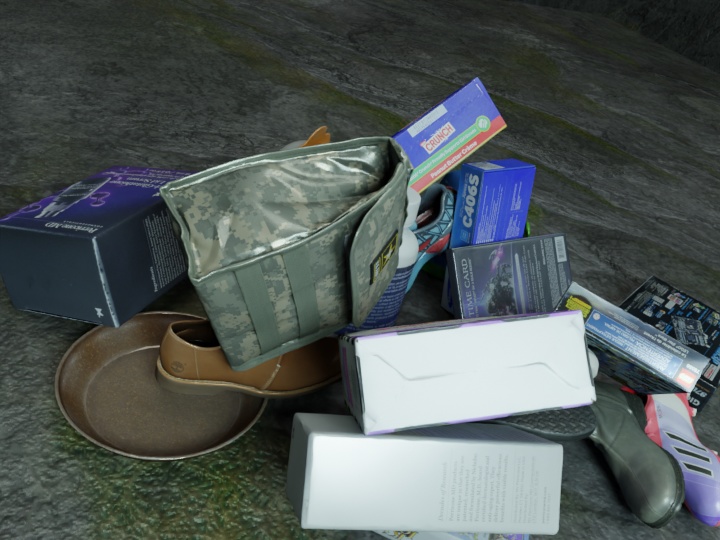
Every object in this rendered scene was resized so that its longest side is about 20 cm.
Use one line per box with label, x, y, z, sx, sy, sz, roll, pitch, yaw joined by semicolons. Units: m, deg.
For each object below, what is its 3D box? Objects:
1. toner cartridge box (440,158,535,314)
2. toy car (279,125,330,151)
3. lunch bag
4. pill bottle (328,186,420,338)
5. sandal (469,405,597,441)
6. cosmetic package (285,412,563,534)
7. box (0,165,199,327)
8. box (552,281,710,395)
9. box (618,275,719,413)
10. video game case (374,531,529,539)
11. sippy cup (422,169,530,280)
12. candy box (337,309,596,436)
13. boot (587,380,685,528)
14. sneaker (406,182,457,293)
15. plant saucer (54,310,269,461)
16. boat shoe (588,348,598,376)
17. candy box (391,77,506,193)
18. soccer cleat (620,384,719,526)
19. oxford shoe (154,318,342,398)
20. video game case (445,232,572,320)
toner cartridge box;0.166;-0.042;0.891;0.095;0.200;0.043;-9;27;-33
toy car;-0.085;-0.090;0.864;0.184;0.200;0.177;27;35;18
lunch bag;-0.045;-0.018;0.585;0.200;0.164;0.118;-21;60;-12
pill bottle;0.000;0.000;0.755;0.111;0.200;0.111;13;25;-6
sandal;0.127;0.144;0.671;0.200;0.048;0.075;2;35;3
cosmetic package;0.047;0.161;0.545;0.200;0.071;0.101;6;-5;-12
box;-0.275;-0.036;0.764;0.148;0.104;0.200;7;28;21
box;0.261;0.078;0.707;0.137;0.040;0.200;32;-4;16
box;0.435;0.093;0.943;0.159;0.046;0.200;34;38;27
video game case;0.080;0.184;0.667;0.181;0.045;0.200;20;34;10
sippy cup;0.150;-0.071;0.993;0.178;0.130;0.140;-9;40;-31
candy box;0.071;0.079;0.570;0.168;0.072;0.200;-7;-4;-6
boot;0.246;0.170;0.713;0.131;0.068;0.200;27;24;-9
sneaker;0.049;-0.039;0.881;0.200;0.096;0.079;-44;51;-12
plant saucer;-0.191;0.116;0.668;0.200;0.037;0.200;10;33;-7
boat shoe;0.165;0.087;0.732;0.072;0.200;0.069;32;63;-25
candy box;0.070;-0.146;0.880;0.169;0.200;0.077;-37;94;-14
soccer cleat;0.341;0.194;0.745;0.076;0.067;0.200;7;31;4
oxford shoe;-0.095;0.079;0.668;0.200;0.071;0.071;1;34;-23
video game case;0.200;0.032;0.872;0.200;0.143;0.019;-9;1;-31
